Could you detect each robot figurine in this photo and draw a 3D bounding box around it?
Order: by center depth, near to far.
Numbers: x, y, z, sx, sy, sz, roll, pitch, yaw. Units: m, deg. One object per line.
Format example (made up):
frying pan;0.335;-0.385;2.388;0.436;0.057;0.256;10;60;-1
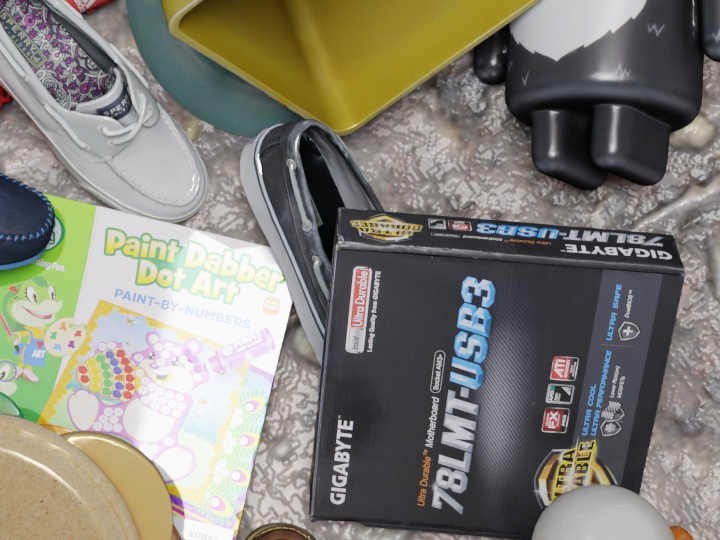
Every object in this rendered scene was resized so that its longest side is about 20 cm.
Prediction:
robot figurine;0.150;-0.154;1.055;0.149;0.125;0.201;5;82;-2

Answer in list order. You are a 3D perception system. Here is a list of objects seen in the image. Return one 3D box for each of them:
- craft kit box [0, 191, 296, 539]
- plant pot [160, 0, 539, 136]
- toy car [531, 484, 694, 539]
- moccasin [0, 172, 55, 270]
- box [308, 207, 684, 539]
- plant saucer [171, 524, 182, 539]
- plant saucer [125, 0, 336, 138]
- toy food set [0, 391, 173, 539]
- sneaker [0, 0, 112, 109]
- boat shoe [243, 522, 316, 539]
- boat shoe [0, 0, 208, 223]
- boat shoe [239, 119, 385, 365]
craft kit box;-0.151;0.065;1.052;0.199;0.049;0.199;13;79;-1
plant pot;-0.013;-0.226;0.976;0.200;0.200;0.177;-34;63;16
toy car;0.143;0.228;0.956;0.149;0.175;0.201;17;61;-5
moccasin;-0.271;-0.051;0.981;0.199;0.068;0.081;12;44;-19
box;0.074;0.066;1.006;0.197;0.050;0.201;5;120;-4
plant saucer;-0.195;0.195;1.011;0.199;0.032;0.202;0;100;2
plant saucer;-0.052;-0.185;1.095;0.199;0.036;0.201;0;81;-2
toy food set;-0.216;0.167;0.966;0.197;0.049;0.201;20;102;-2
sneaker;-0.211;-0.149;1.062;0.115;0.078;0.201;1;83;-1
boat shoe;-0.055;0.251;1.016;0.072;0.068;0.201;3;82;-2
boat shoe;-0.159;-0.104;1.030;0.072;0.068;0.200;-44;112;-17
boat shoe;0.000;0.000;1.030;0.072;0.068;0.201;-32;102;-34
